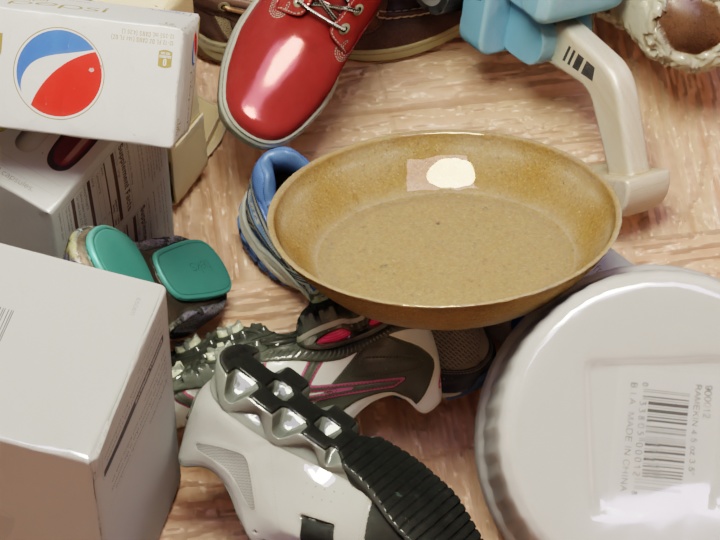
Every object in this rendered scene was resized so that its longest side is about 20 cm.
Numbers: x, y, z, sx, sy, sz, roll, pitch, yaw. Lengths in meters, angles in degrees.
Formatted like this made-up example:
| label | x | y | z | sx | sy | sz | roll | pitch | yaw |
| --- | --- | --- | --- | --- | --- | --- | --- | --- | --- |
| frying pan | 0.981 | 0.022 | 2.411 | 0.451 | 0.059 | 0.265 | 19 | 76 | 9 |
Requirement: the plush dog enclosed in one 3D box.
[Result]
| label | x | y | z | sx | sy | sz | roll | pitch | yaw |
| --- | --- | --- | --- | --- | --- | --- | --- | --- | --- |
| plush dog | 0.221 | -0.219 | 1.852 | 0.171 | 0.160 | 0.201 | -8 | 84 | -23 |

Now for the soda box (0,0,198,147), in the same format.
| label | x | y | z | sx | sy | sz | roll | pitch | yaw |
| --- | --- | --- | --- | --- | --- | --- | --- | --- | --- |
| soda box | -0.193 | -0.117 | 1.593 | 0.199 | 0.068 | 0.064 | 7 | 13 | 5 |

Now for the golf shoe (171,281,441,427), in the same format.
| label | x | y | z | sx | sy | sz | roll | pitch | yaw |
| --- | --- | --- | --- | --- | --- | --- | --- | --- | --- |
| golf shoe | -0.050 | 0.069 | 1.666 | 0.200 | 0.088 | 0.077 | -19 | 14 | 14 |

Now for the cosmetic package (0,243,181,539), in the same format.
| label | x | y | z | sx | sy | sz | roll | pitch | yaw |
| --- | --- | --- | --- | --- | --- | --- | --- | --- | --- |
| cosmetic package | -0.212 | 0.084 | 1.583 | 0.199 | 0.200 | 0.123 | 15 | 55 | 9 |

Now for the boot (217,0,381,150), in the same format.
| label | x | y | z | sx | sy | sz | roll | pitch | yaw |
| --- | --- | --- | --- | --- | --- | --- | --- | --- | --- |
| boot | -0.014 | -0.173 | 1.724 | 0.072 | 0.144 | 0.200 | 32 | 67 | -7 |

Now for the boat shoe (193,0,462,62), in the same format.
| label | x | y | z | sx | sy | sz | roll | pitch | yaw |
| --- | --- | --- | --- | --- | --- | --- | --- | --- | --- |
| boat shoe | -0.013 | -0.181 | 1.842 | 0.199 | 0.072 | 0.072 | -4 | 56 | -4 |

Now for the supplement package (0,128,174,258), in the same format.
| label | x | y | z | sx | sy | sz | roll | pitch | yaw |
| --- | --- | --- | --- | --- | --- | --- | --- | --- | --- |
| supplement package | -0.224 | -0.071 | 1.715 | 0.200 | 0.156 | 0.111 | 28 | 60 | 18 |

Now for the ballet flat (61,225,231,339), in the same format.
| label | x | y | z | sx | sy | sz | roll | pitch | yaw |
| --- | --- | --- | --- | --- | --- | --- | --- | --- | --- |
| ballet flat | -0.136 | 0.016 | 1.654 | 0.072 | 0.200 | 0.072 | 0 | 89 | 18 |

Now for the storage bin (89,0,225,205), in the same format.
| label | x | y | z | sx | sy | sz | roll | pitch | yaw |
| --- | --- | --- | --- | --- | --- | --- | --- | --- | --- |
| storage bin | -0.177 | -0.160 | 1.749 | 0.198 | 0.200 | 0.094 | 28 | 61 | 17 |

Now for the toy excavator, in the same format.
| label | x | y | z | sx | sy | sz | roll | pitch | yaw |
| --- | --- | --- | --- | --- | --- | --- | --- | --- | --- |
| toy excavator | 0.124 | -0.153 | 1.775 | 0.100 | 0.195 | 0.200 | -14 | 37 | -31 |

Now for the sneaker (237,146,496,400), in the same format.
| label | x | y | z | sx | sy | sz | roll | pitch | yaw |
| --- | --- | --- | --- | --- | --- | --- | --- | --- | --- |
| sneaker | 0.000 | 0.000 | 1.712 | 0.200 | 0.085 | 0.077 | 38 | 64 | 22 |

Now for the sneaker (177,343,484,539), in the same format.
| label | x | y | z | sx | sy | sz | roll | pitch | yaw |
| --- | --- | --- | --- | --- | --- | --- | --- | --- | --- |
| sneaker | -0.016 | 0.134 | 1.603 | 0.200 | 0.089 | 0.074 | 38 | 24 | 15 |

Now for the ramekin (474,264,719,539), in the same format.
| label | x | y | z | sx | sy | sz | roll | pitch | yaw |
| --- | --- | --- | --- | --- | --- | --- | --- | --- | --- |
| ramekin | 0.163 | 0.092 | 1.593 | 0.200 | 0.098 | 0.201 | 0 | 84 | 1 |

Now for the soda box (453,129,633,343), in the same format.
| label | x | y | z | sx | sy | sz | roll | pitch | yaw |
| --- | --- | --- | --- | --- | --- | --- | --- | --- | --- |
| soda box | 0.105 | 0.006 | 1.721 | 0.200 | 0.064 | 0.068 | 39 | 64 | 22 |

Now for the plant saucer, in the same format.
| label | x | y | z | sx | sy | sz | roll | pitch | yaw |
| --- | --- | --- | --- | --- | --- | --- | --- | --- | --- |
| plant saucer | 0.047 | -0.018 | 1.626 | 0.200 | 0.036 | 0.200 | -1 | 31 | 1 |
